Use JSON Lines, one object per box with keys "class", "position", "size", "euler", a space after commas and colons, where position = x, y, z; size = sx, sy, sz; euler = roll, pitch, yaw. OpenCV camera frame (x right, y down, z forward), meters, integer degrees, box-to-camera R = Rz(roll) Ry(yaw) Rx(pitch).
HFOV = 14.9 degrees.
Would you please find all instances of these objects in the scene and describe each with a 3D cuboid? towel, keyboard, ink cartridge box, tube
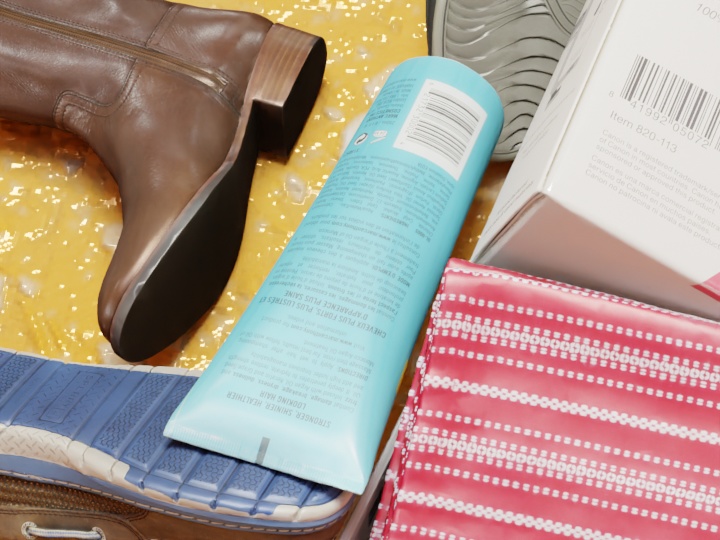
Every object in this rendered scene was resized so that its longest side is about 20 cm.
{"class": "towel", "position": [0.073, 0.106, 0.993], "size": [0.144, 0.022, 0.200], "euler": [14, 86, 12]}
{"class": "keyboard", "position": [0.006, 0.088, 1.038], "size": [0.011, 0.056, 0.200], "euler": [19, 63, 16]}
{"class": "ink cartridge box", "position": [0.151, -0.059, 1.068], "size": [0.146, 0.083, 0.200], "euler": [29, 62, -7]}
{"class": "tube", "position": [0.000, 0.000, 1.047], "size": [0.077, 0.050, 0.200], "euler": [12, 48, 19]}

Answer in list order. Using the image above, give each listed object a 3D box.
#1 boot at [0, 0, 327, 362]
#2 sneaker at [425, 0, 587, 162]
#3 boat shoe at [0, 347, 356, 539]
{"class": "boot", "position": [-0.138, -0.059, 1.141], "size": [0.200, 0.064, 0.186], "euler": [18, 49, 14]}
{"class": "sneaker", "position": [0.064, -0.143, 1.173], "size": [0.075, 0.106, 0.200], "euler": [9, 87, -10]}
{"class": "boat shoe", "position": [-0.090, 0.080, 1.043], "size": [0.200, 0.072, 0.072], "euler": [13, 36, 26]}
